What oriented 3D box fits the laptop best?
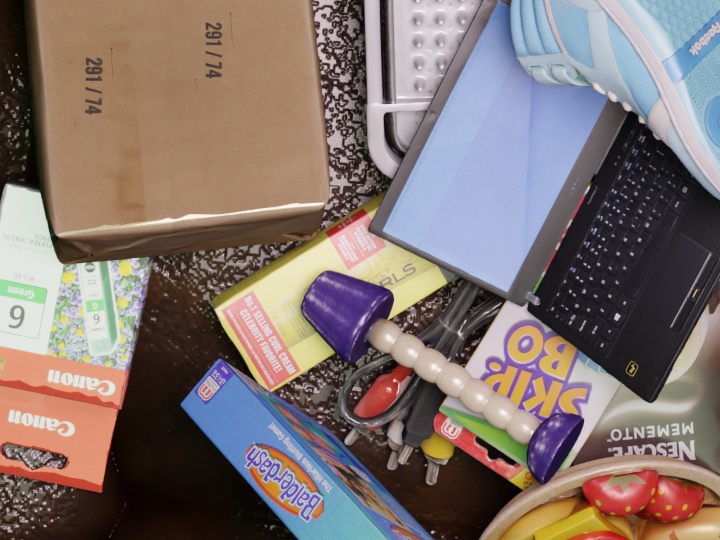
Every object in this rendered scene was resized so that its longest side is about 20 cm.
[{"bbox_3d":[0.132,-0.048,1.398,0.103,0.200,0.178,15,107,-44],"label":"laptop"}]

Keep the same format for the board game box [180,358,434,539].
[{"bbox_3d":[-0.013,0.154,1.445,0.045,0.152,0.200,-48,53,2],"label":"board game box"}]

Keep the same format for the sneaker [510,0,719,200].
[{"bbox_3d":[0.166,-0.117,1.338,0.079,0.130,0.201,-33,95,-33],"label":"sneaker"}]

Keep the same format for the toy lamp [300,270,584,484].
[{"bbox_3d":[0.049,0.065,1.460,0.199,0.058,0.059,32,94,16],"label":"toy lamp"}]

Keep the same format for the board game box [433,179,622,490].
[{"bbox_3d":[0.134,0.049,1.480,0.095,0.030,0.201,33,105,6],"label":"board game box"}]

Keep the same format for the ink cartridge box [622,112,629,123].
[{"bbox_3d":[0.243,-0.185,1.488,0.145,0.083,0.202,1,97,-27],"label":"ink cartridge box"}]

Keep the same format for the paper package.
[{"bbox_3d":[-0.120,-0.117,1.454,0.189,0.103,0.202,-6,81,-6],"label":"paper package"}]

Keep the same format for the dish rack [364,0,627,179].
[{"bbox_3d":[0.087,-0.160,1.445,0.170,0.044,0.202,-2,110,0],"label":"dish rack"}]

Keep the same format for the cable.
[{"bbox_3d":[0.052,0.049,1.527,0.096,0.050,0.201,24,101,-12],"label":"cable"}]

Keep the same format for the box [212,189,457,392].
[{"bbox_3d":[0.000,0.000,1.527,0.199,0.050,0.076,-31,99,0],"label":"box"}]

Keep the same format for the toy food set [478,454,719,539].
[{"bbox_3d":[0.169,0.196,1.515,0.197,0.049,0.200,-29,139,19],"label":"toy food set"}]

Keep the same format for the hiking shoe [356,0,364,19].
[{"bbox_3d":[0.008,-0.220,1.498,0.076,0.100,0.201,-36,124,-28],"label":"hiking shoe"}]

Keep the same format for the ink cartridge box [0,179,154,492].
[{"bbox_3d":[-0.207,0.048,1.516,0.108,0.050,0.202,12,94,-6],"label":"ink cartridge box"}]

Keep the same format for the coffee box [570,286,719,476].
[{"bbox_3d":[0.188,0.040,1.530,0.112,0.080,0.202,-6,96,-2],"label":"coffee box"}]
